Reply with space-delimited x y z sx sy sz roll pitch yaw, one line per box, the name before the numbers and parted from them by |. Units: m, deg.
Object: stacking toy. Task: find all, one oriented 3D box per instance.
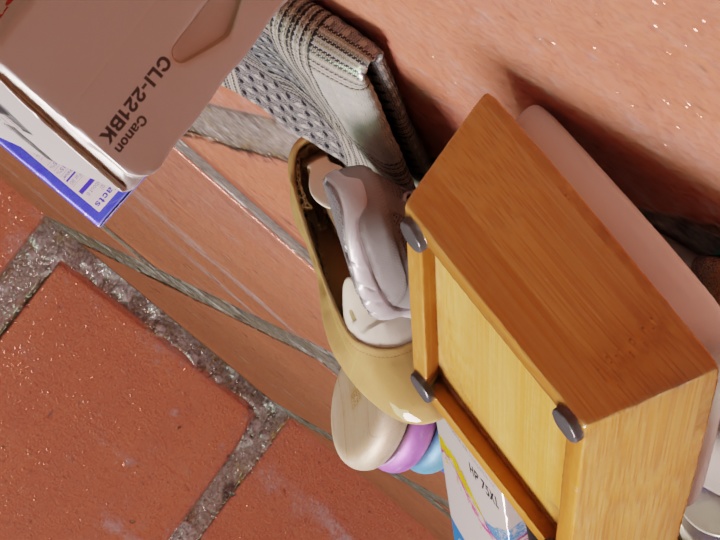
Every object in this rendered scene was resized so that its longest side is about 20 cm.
stacking toy | 0.085 0.097 1.224 0.199 0.086 0.085 12 -177 -25

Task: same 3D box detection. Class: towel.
towel | -0.049 -0.109 1.014 0.192 0.035 0.200 34 171 21

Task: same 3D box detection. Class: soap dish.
soap dish | 0.086 0.039 0.863 0.158 0.081 0.200 52 164 26

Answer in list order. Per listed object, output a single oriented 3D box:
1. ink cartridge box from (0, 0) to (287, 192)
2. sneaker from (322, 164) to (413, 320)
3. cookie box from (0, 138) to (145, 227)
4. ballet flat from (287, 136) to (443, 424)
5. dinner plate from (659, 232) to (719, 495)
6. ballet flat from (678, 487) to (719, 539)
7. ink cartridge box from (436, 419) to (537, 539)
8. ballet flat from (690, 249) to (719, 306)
ink cartridge box | -0.116 -0.126 0.822 0.084 0.145 0.200 42 170 -30
sneaker | 0.046 -0.014 1.002 0.200 0.082 0.075 32 -144 -59
cookie box | -0.211 -0.140 1.209 0.200 0.075 0.171 41 -169 -18
ballet flat | 0.000 0.000 1.110 0.063 0.068 0.201 72 171 -52
dinner plate | 0.152 0.053 0.939 0.200 0.024 0.200 41 160 18
ballet flat | 0.183 0.145 1.054 0.073 0.068 0.200 60 168 -12
ink cartridge box | 0.092 0.112 1.120 0.116 0.067 0.201 -127 24 -59
ballet flat | 0.201 0.060 0.783 0.199 0.067 0.068 32 168 33
